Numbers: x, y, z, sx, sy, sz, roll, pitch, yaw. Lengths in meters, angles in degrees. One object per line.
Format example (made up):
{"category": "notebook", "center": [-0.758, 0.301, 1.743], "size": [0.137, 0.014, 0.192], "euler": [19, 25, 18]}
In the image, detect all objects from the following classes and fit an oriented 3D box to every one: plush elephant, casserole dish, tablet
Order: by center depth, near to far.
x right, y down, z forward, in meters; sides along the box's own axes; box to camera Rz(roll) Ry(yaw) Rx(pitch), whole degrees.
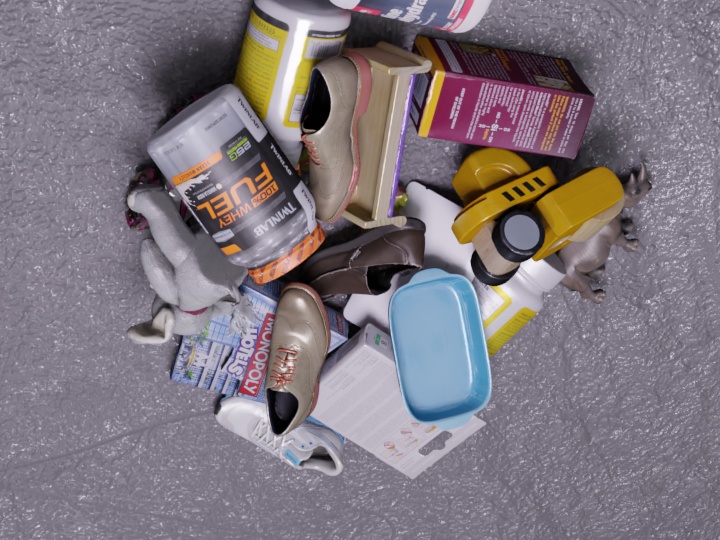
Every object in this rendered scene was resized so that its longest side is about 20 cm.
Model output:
{"category": "plush elephant", "center": [-0.200, 0.009, 1.541], "size": [0.165, 0.200, 0.155], "euler": [-12, 166, -43]}
{"category": "casserole dish", "center": [0.093, 0.095, 1.621], "size": [0.121, 0.039, 0.200], "euler": [-12, 96, -17]}
{"category": "tablet", "center": [0.073, 0.003, 1.661], "size": [0.130, 0.014, 0.200], "euler": [30, 103, 13]}

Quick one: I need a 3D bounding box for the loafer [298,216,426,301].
{"category": "loafer", "center": [0.000, 0.000, 1.633], "size": [0.073, 0.071, 0.200], "euler": [12, 149, -44]}

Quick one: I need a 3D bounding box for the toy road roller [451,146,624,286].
{"category": "toy road roller", "center": [0.200, -0.087, 1.580], "size": [0.200, 0.146, 0.123], "euler": [-25, 169, -20]}

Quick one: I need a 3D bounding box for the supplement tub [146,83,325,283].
{"category": "supplement tub", "center": [-0.132, -0.092, 1.446], "size": [0.122, 0.123, 0.200], "euler": [-33, 105, 10]}

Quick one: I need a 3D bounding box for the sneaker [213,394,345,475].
{"category": "sneaker", "center": [-0.103, 0.223, 1.780], "size": [0.200, 0.087, 0.075], "euler": [21, 117, -21]}

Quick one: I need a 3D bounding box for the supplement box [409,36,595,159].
{"category": "supplement box", "center": [0.160, -0.204, 1.553], "size": [0.200, 0.110, 0.086], "euler": [7, 120, -15]}

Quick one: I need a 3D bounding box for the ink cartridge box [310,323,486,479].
{"category": "ink cartridge box", "center": [0.039, 0.171, 1.703], "size": [0.200, 0.050, 0.161], "euler": [32, 129, -19]}

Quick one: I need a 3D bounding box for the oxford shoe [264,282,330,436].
{"category": "oxford shoe", "center": [-0.081, 0.113, 1.613], "size": [0.070, 0.075, 0.200], "euler": [9, 117, 14]}

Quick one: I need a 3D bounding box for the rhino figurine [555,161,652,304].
{"category": "rhino figurine", "center": [0.317, -0.054, 1.707], "size": [0.087, 0.060, 0.200], "euler": [17, 115, -23]}

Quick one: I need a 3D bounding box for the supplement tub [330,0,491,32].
{"category": "supplement tub", "center": [0.041, -0.344, 1.426], "size": [0.200, 0.140, 0.141], "euler": [9, 119, -16]}

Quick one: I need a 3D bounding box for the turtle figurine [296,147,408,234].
{"category": "turtle figurine", "center": [-0.030, -0.102, 1.605], "size": [0.161, 0.064, 0.200], "euler": [35, 94, -38]}

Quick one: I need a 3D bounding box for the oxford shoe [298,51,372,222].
{"category": "oxford shoe", "center": [-0.044, -0.144, 1.461], "size": [0.075, 0.070, 0.200], "euler": [-16, 123, -42]}

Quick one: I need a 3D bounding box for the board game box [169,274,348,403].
{"category": "board game box", "center": [-0.126, 0.090, 1.692], "size": [0.200, 0.062, 0.200], "euler": [16, 117, -9]}

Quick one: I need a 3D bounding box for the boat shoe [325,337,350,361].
{"category": "boat shoe", "center": [-0.005, 0.163, 1.789], "size": [0.062, 0.073, 0.200], "euler": [9, 141, 35]}

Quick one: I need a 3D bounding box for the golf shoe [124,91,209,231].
{"category": "golf shoe", "center": [-0.203, -0.126, 1.560], "size": [0.092, 0.073, 0.200], "euler": [10, 128, -36]}

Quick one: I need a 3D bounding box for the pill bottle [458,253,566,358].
{"category": "pill bottle", "center": [0.163, 0.039, 1.702], "size": [0.114, 0.114, 0.200], "euler": [36, 109, -27]}

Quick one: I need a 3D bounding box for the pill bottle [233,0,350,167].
{"category": "pill bottle", "center": [-0.087, -0.216, 1.497], "size": [0.111, 0.111, 0.200], "euler": [9, 118, -16]}

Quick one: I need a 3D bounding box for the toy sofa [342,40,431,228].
{"category": "toy sofa", "center": [0.029, -0.155, 1.508], "size": [0.097, 0.083, 0.200], "euler": [-11, 119, -39]}
